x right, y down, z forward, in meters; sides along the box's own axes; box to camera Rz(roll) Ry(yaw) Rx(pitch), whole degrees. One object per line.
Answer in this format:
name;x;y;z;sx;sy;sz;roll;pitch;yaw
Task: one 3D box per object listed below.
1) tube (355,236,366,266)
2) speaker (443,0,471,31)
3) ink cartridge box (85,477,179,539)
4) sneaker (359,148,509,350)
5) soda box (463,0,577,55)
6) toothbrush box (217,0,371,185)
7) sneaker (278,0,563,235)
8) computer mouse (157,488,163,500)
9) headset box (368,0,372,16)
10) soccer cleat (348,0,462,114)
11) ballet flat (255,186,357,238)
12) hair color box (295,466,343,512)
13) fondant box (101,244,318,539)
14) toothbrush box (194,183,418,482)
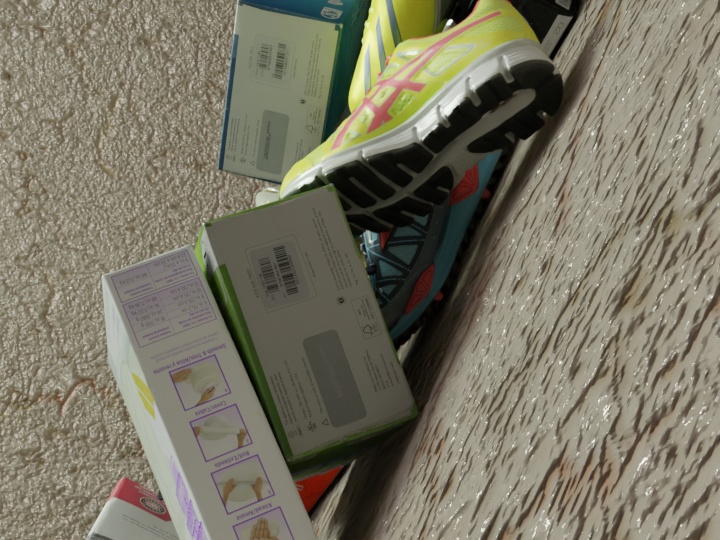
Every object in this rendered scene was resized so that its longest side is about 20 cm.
tube;0.000;0.000;1.102;0.052;0.058;0.200;-20;12;-28
speaker;0.050;-0.121;1.100;0.200;0.081;0.081;-52;10;39
ink cartridge box;-0.157;0.261;1.077;0.085;0.145;0.200;-61;4;15
sneaker;0.024;-0.034;0.946;0.201;0.095;0.079;-65;4;-17
soda box;0.125;-0.218;1.029;0.071;0.063;0.200;-61;4;40
toothbrush box;-0.043;-0.178;1.153;0.200;0.085;0.147;-67;-10;-57
sneaker;0.032;-0.095;0.871;0.199;0.078;0.091;-29;52;24
computer mouse;-0.097;0.103;1.135;0.140;0.046;0.201;-44;20;53
headset box;0.066;-0.235;1.212;0.200;0.092;0.175;-10;-68;-82
soccer cleat;0.033;-0.195;0.981;0.201;0.083;0.065;-59;5;28
ballet flat;-0.065;-0.021;1.035;0.200;0.072;0.072;-40;20;45
hair color box;-0.050;0.136;1.093;0.102;0.061;0.200;-66;3;-34
fondant box;-0.090;0.106;0.832;0.058;0.201;0.144;-21;-19;-16
toothbrush box;-0.046;0.052;0.885;0.200;0.086;0.146;127;124;-73
